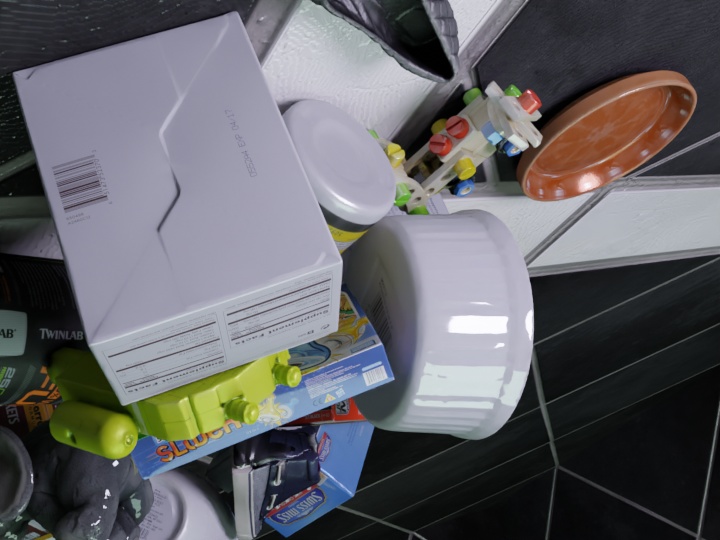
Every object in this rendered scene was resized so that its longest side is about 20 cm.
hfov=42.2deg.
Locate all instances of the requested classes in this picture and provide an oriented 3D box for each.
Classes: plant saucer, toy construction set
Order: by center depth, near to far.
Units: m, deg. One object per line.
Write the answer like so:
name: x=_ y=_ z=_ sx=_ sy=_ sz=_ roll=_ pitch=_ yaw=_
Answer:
toy construction set: x=0.075 y=-0.109 z=0.815 sx=0.199 sy=0.093 sz=0.131 roll=-25 pitch=160 yaw=32
plant saucer: x=0.255 y=-0.142 z=0.980 sx=0.199 sy=0.032 sz=0.201 roll=-20 pitch=158 yaw=-8

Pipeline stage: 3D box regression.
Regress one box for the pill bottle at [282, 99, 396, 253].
pill bottle: x=-0.074 y=-0.038 z=0.778 sx=0.114 sy=0.115 sz=0.200 roll=3 pitch=145 yaw=-48

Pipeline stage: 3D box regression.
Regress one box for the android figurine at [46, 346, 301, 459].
android figurine: x=-0.134 y=0.071 z=0.683 sx=0.199 sy=0.041 sz=0.182 roll=7 pitch=-149 yaw=35

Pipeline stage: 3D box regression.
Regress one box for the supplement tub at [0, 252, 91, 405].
supplement tub: x=-0.276 y=0.049 z=0.760 sx=0.122 sy=0.123 sz=0.199 roll=-37 pitch=154 yaw=30

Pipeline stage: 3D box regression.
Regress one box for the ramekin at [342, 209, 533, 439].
ramekin: x=0.055 y=0.045 z=0.804 sx=0.097 sy=0.201 sz=0.201 roll=2 pitch=149 yaw=-22

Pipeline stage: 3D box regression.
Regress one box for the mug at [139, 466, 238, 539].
mug: x=-0.195 y=0.303 z=1.016 sx=0.148 sy=0.199 sz=0.176 roll=-50 pitch=161 yaw=-21

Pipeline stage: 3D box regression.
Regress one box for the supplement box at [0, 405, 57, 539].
supplement box: x=-0.395 y=0.214 z=0.992 sx=0.196 sy=0.133 sz=0.200 roll=-20 pitch=157 yaw=-9

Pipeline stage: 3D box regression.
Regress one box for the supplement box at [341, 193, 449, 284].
supplement box: x=0.000 y=0.000 z=0.953 sx=0.199 sy=0.104 sz=0.101 roll=-14 pitch=156 yaw=-27

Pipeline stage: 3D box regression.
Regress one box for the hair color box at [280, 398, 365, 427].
hair color box: x=-0.004 y=0.138 z=1.034 sx=0.101 sy=0.062 sz=0.199 roll=-13 pitch=167 yaw=39

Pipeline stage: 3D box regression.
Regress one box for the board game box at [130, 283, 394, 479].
board game box: x=-0.085 y=0.081 z=0.740 sx=0.199 sy=0.035 sz=0.135 roll=-21 pitch=-158 yaw=-6

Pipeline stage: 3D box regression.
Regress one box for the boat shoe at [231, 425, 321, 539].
boat shoe: x=-0.089 y=0.230 z=0.992 sx=0.092 sy=0.075 sz=0.200 roll=-3 pitch=145 yaw=-8

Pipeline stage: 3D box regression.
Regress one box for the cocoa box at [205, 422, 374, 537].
cocoa box: x=-0.071 y=0.189 z=1.131 sx=0.133 sy=0.131 sz=0.200 roll=-38 pitch=-162 yaw=33

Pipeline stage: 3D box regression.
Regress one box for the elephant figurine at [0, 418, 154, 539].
elephant figurine: x=-0.297 y=0.192 z=0.835 sx=0.199 sy=0.156 sz=0.142 roll=8 pitch=139 yaw=12

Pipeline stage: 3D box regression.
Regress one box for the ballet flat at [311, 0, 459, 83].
ballet flat: x=0.016 y=-0.182 z=0.624 sx=0.066 sy=0.057 sz=0.200 roll=-36 pitch=155 yaw=24

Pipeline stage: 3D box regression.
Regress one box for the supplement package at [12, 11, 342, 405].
supplement package: x=-0.119 y=-0.041 z=0.613 sx=0.155 sy=0.201 sz=0.111 roll=-18 pitch=156 yaw=-11
